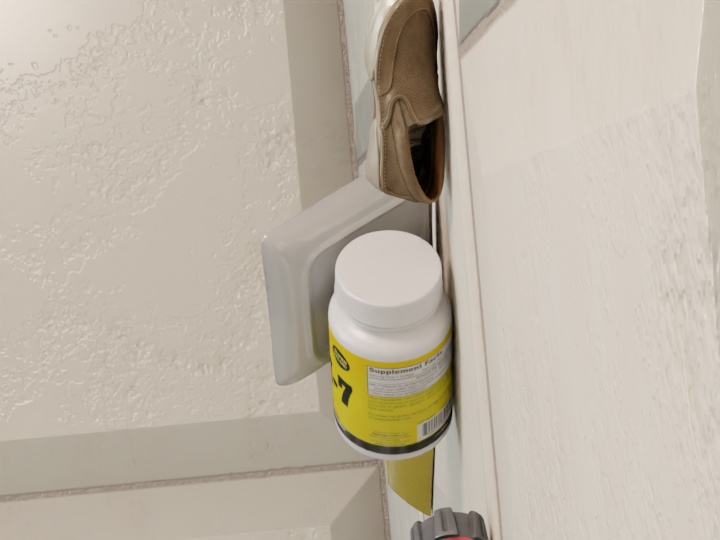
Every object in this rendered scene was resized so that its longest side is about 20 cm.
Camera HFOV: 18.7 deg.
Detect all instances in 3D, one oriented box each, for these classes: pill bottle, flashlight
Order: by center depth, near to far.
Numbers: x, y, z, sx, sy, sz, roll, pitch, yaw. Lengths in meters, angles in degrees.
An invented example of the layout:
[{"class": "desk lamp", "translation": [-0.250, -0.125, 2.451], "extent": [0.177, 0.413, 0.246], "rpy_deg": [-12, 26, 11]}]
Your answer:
[{"class": "flashlight", "translation": [0.080, 0.283, 1.716], "extent": [0.068, 0.067, 0.201], "rpy_deg": [80, -177, -46]}, {"class": "pill bottle", "translation": [0.028, 0.067, 1.984], "extent": [0.115, 0.113, 0.201], "rpy_deg": [-97, 4, -45]}]

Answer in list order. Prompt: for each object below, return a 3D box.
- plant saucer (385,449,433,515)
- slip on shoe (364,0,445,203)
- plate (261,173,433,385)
[{"class": "plant saucer", "translation": [0.048, 0.151, 2.484], "extent": [0.200, 0.048, 0.201], "rpy_deg": [90, 174, -59]}, {"class": "slip on shoe", "translation": [0.044, -0.145, 1.833], "extent": [0.060, 0.076, 0.201], "rpy_deg": [32, 131, 34]}, {"class": "plate", "translation": [0.000, 0.000, 2.020], "extent": [0.032, 0.199, 0.201], "rpy_deg": [39, 148, 33]}]
